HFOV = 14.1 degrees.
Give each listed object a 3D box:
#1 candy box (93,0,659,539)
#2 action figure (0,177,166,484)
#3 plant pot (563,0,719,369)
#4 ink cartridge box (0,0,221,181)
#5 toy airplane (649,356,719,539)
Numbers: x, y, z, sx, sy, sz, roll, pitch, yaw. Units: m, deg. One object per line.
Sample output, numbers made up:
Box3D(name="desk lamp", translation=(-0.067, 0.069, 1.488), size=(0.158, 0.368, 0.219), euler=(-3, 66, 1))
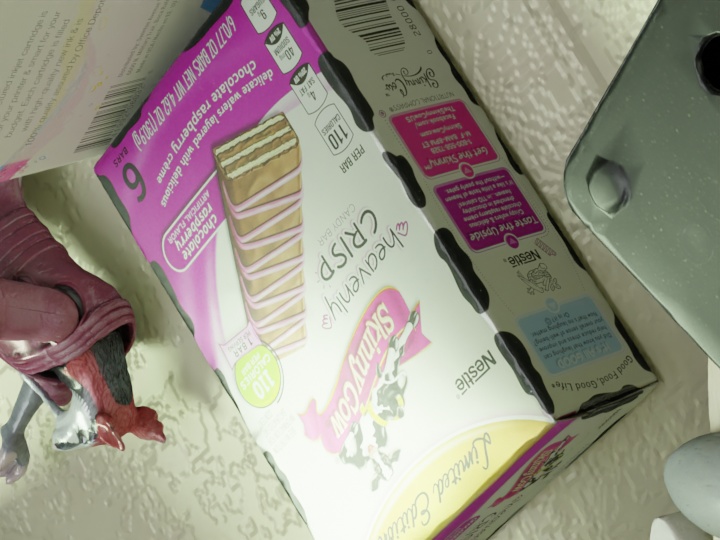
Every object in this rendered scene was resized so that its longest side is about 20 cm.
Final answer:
Box3D(name="candy box", translation=(0.000, 0.000, 1.045), size=(0.201, 0.061, 0.136), euler=(57, 134, 16))
Box3D(name="action figure", translation=(-0.144, -0.002, 1.190), size=(0.200, 0.134, 0.149), euler=(41, 86, 14))
Box3D(name="plant pot", translation=(0.174, -0.041, 0.772), size=(0.200, 0.177, 0.201), euler=(49, 133, 24))
Box3D(name="ink cartridge box", translation=(-0.143, -0.116, 1.052), size=(0.125, 0.199, 0.129), euler=(52, 132, 21))
Box3D(name="toy airplane", translation=(0.131, 0.143, 0.898), size=(0.200, 0.141, 0.200), euler=(52, 133, 21))
